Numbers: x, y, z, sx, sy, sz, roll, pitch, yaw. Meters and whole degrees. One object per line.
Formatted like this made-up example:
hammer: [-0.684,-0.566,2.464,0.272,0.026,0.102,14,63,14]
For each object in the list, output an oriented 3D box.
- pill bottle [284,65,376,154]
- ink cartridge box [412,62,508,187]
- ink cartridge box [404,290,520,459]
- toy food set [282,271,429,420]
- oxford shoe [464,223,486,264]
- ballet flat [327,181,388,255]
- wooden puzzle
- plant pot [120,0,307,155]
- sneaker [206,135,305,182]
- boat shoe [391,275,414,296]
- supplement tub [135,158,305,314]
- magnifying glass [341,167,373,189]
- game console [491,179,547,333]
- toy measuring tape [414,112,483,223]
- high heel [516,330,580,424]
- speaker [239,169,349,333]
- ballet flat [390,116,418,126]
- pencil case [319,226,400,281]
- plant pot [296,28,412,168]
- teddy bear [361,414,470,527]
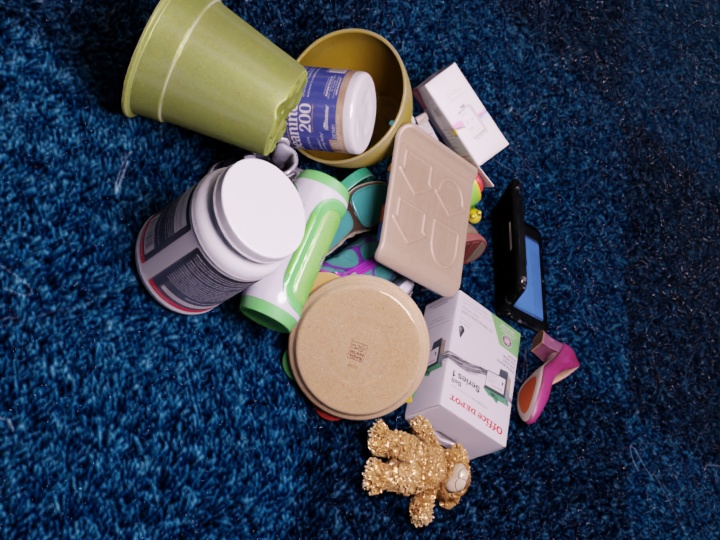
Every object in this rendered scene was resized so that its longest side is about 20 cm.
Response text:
pill bottle: [-0.085,-0.225,1.497,0.111,0.196,0.113,8,90,-73]
ink cartridge box: [0.174,-0.238,1.805,0.067,0.116,0.201,-35,99,-4]
ink cartridge box: [0.156,0.158,1.633,0.145,0.084,0.203,33,51,-27]
toy food set: [-0.006,0.104,1.450,0.196,0.049,0.202,3,97,-1]
oxford shoe: [0.107,-0.051,1.713,0.198,0.071,0.075,4,42,-41]
ballet flat: [-0.025,-0.076,1.561,0.199,0.062,0.069,-30,105,-41]
wooden puzzle: [0.089,-0.084,1.569,0.184,0.046,0.204,26,70,-44]
plant pot: [-0.173,-0.242,1.383,0.188,0.201,0.202,28,50,-1]
sneaker: [-0.106,-0.129,1.497,0.198,0.113,0.077,1,70,-43]
boat shoe: [0.025,0.082,1.559,0.067,0.069,0.200,59,43,-16]
supplement tub: [-0.173,-0.040,1.329,0.139,0.199,0.143,20,58,-36]
magnifying glass: [-0.053,-0.090,1.568,0.199,0.080,0.022,-34,77,-35]
game console: [0.284,-0.022,1.823,0.114,0.176,0.204,5,63,-10]
toy measuring tape: [0.149,-0.169,1.784,0.073,0.073,0.203,-33,98,-46]
high heel: [0.316,0.190,1.778,0.096,0.067,0.202,36,46,-12]
speaker: [-0.085,-0.026,1.412,0.088,0.088,0.203,32,72,-28]
ballet flat: [0.082,-0.198,1.748,0.071,0.071,0.203,-16,84,-46]
pencil case: [0.000,0.000,1.554,0.199,0.092,0.086,-35,96,-47]
plant pot: [-0.001,-0.236,1.616,0.142,0.197,0.204,29,48,-65]
teddy bear: [0.083,0.276,1.521,0.199,0.066,0.147,37,52,-24]
